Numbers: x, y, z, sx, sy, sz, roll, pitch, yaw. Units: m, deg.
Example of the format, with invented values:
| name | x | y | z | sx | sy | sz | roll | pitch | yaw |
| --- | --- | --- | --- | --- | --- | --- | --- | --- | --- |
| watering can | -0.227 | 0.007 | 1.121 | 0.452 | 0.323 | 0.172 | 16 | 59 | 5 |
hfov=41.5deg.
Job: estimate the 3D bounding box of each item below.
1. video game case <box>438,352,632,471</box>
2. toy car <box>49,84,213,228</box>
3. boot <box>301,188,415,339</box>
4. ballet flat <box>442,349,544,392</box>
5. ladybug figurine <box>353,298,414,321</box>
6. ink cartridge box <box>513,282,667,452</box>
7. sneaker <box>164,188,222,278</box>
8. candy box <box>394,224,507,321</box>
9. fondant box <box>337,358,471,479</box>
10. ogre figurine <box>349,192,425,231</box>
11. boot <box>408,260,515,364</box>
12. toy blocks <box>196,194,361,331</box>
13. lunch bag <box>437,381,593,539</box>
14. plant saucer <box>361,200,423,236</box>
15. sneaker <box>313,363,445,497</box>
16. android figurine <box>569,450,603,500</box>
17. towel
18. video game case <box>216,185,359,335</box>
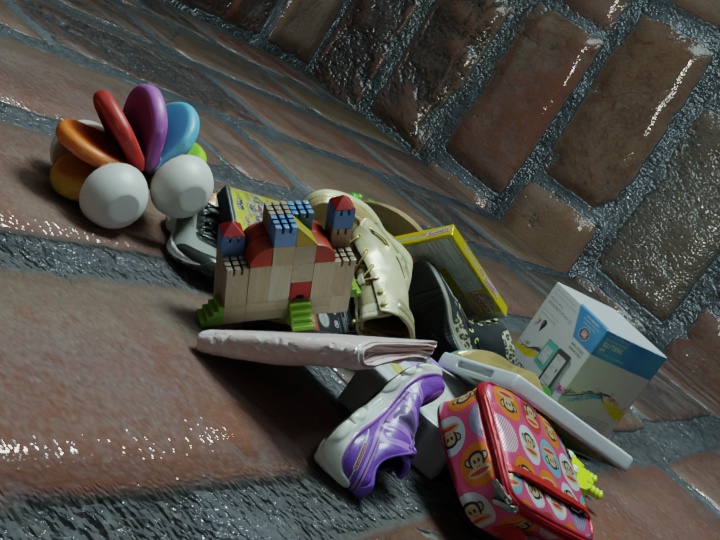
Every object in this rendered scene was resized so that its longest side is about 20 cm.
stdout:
| name | x | y | z | sx | sy | sz | roll | pitch | yaw |
| --- | --- | --- | --- | --- | --- | --- | --- | --- | --- |
| video game case | 0.212 | 0.171 | 1.172 | 0.199 | 0.023 | 0.182 | 36 | -10 | -21 |
| toy car | -0.279 | -0.154 | 1.162 | 0.199 | 0.151 | 0.175 | -11 | 39 | -34 |
| boot | 0.000 | 0.000 | 1.221 | 0.200 | 0.072 | 0.156 | 43 | 31 | -34 |
| ballet flat | 0.190 | 0.155 | 1.293 | 0.199 | 0.069 | 0.063 | 17 | 29 | -40 |
| ladybug figurine | -0.017 | 0.037 | 1.342 | 0.199 | 0.072 | 0.136 | 37 | 15 | 13 |
| ink cartridge box | 0.331 | 0.156 | 1.467 | 0.145 | 0.201 | 0.147 | 23 | 17 | -32 |
| sneaker | -0.203 | -0.053 | 1.213 | 0.074 | 0.080 | 0.200 | 28 | 16 | -30 |
| candy box | 0.135 | 0.011 | 1.419 | 0.200 | 0.101 | 0.027 | 52 | 37 | -39 |
| fondant box | 0.076 | 0.166 | 1.152 | 0.144 | 0.058 | 0.200 | 38 | 13 | 17 |
| ogre figurine | 0.039 | -0.039 | 1.627 | 0.199 | 0.120 | 0.098 | 27 | 11 | -32 |
| boot | 0.148 | 0.079 | 1.403 | 0.153 | 0.073 | 0.205 | -8 | 74 | -54 |
| toy blocks | -0.083 | -0.016 | 1.059 | 0.198 | 0.138 | 0.100 | -5 | 39 | -20 |
| lunch bag | 0.169 | 0.229 | 1.018 | 0.200 | 0.082 | 0.177 | 35 | 34 | -42 |
| plant saucer | 0.042 | -0.035 | 1.494 | 0.199 | 0.201 | 0.035 | 35 | 52 | 6 |
| sneaker | 0.031 | 0.167 | 0.978 | 0.084 | 0.081 | 0.200 | 49 | 42 | 6 |
| android figurine | 0.239 | 0.248 | 1.286 | 0.199 | 0.041 | 0.182 | 32 | 14 | -2 |
| towel | -0.042 | 0.084 | 1.016 | 0.198 | 0.033 | 0.191 | 1 | -4 | 29 |
| video game case | -0.089 | -0.002 | 1.209 | 0.180 | 0.025 | 0.202 | 14 | 49 | -41 |
